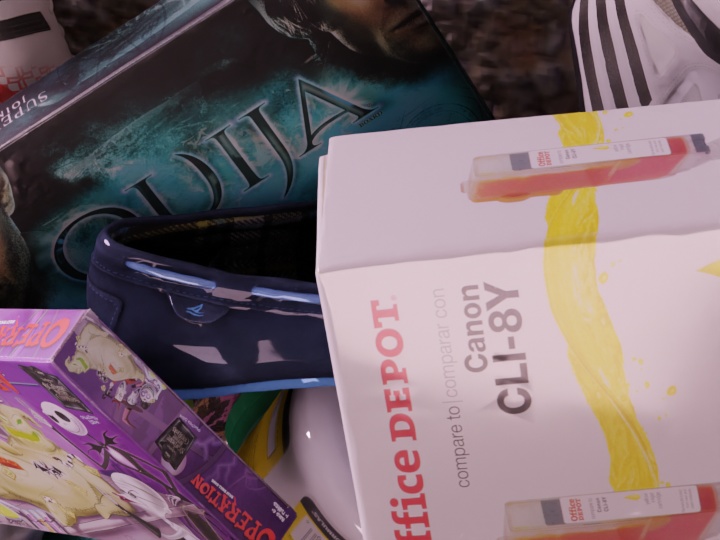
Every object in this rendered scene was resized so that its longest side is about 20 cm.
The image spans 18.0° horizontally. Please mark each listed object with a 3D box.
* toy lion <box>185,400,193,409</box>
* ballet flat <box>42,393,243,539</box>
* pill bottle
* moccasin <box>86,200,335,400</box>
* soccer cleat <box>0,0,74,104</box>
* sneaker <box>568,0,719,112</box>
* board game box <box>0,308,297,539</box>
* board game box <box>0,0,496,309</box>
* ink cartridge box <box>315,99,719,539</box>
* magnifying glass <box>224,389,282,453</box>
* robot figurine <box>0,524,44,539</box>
[{"bbox_3d":[-0.167,0.013,0.951,0.190,0.069,0.201,-2,130,28],"label":"toy lion"},{"bbox_3d":[-0.088,0.090,1.057,0.071,0.070,0.200,12,141,-20],"label":"ballet flat"},{"bbox_3d":[-0.002,0.102,0.932,0.111,0.113,0.200,22,148,-9],"label":"pill bottle"},{"bbox_3d":[0.000,0.000,0.825,0.198,0.081,0.069,-12,125,-12],"label":"moccasin"},{"bbox_3d":[-0.142,-0.101,0.844,0.068,0.086,0.200,17,168,30],"label":"soccer cleat"},{"bbox_3d":[0.157,-0.050,0.822,0.200,0.076,0.115,40,144,-18],"label":"sneaker"},{"bbox_3d":[-0.124,0.060,0.869,0.199,0.032,0.120,-1,135,52],"label":"board game box"},{"bbox_3d":[-0.056,-0.038,0.846,0.199,0.028,0.135,-32,131,7],"label":"board game box"},{"bbox_3d":[0.091,0.028,0.753,0.198,0.084,0.146,-5,122,6],"label":"ink cartridge box"},{"bbox_3d":[0.003,0.026,0.962,0.079,0.022,0.200,-6,143,-35],"label":"magnifying glass"},{"bbox_3d":[-0.228,0.119,1.064,0.200,0.170,0.113,39,95,7],"label":"robot figurine"}]
